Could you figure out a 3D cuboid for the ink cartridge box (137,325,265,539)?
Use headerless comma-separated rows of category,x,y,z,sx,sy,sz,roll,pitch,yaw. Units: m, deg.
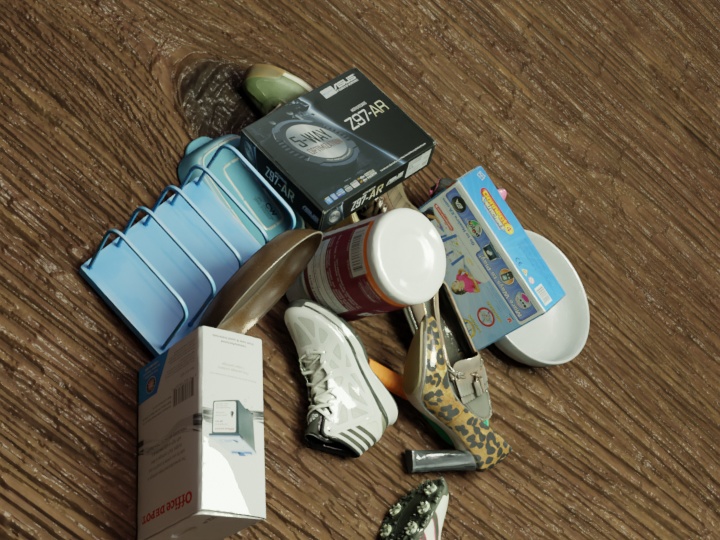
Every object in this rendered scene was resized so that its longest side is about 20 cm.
ink cartridge box,-0.173,0.183,1.408,0.085,0.146,0.203,13,60,-34

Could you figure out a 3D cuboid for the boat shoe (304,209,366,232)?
boat shoe,-0.006,-0.043,1.716,0.201,0.072,0.072,53,27,3

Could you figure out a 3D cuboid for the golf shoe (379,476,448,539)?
golf shoe,0.064,0.343,1.567,0.088,0.077,0.201,44,55,-24

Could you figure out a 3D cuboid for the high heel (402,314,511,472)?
high heel,0.127,0.155,1.659,0.141,0.071,0.203,0,96,-19

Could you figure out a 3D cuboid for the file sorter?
file sorter,-0.192,-0.029,1.496,0.139,0.123,0.200,46,55,2

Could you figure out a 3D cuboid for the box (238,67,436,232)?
box,-0.028,-0.154,1.651,0.199,0.044,0.160,-32,67,-30

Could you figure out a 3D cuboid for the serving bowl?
serving bowl,0.228,0.046,1.842,0.198,0.066,0.203,17,58,-29

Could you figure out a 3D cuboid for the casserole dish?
casserole dish,-0.143,-0.089,1.647,0.121,0.039,0.201,-38,93,-42

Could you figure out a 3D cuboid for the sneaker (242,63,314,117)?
sneaker,-0.076,-0.183,1.725,0.199,0.067,0.091,35,45,-22

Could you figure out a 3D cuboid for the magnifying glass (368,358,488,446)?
magnifying glass,0.086,0.167,1.701,0.199,0.022,0.080,28,53,-22

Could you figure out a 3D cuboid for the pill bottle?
pill bottle,0.000,0.000,1.590,0.113,0.199,0.116,9,74,-36

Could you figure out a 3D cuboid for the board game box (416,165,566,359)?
board game box,0.136,-0.002,1.709,0.056,0.195,0.201,-33,89,-43

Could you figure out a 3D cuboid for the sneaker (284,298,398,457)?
sneaker,-0.041,0.137,1.574,0.201,0.075,0.115,54,46,-12

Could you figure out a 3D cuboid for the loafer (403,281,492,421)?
loafer,0.121,0.106,1.696,0.072,0.063,0.202,-29,93,-46

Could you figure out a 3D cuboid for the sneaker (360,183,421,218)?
sneaker,0.025,-0.078,1.682,0.075,0.071,0.202,3,51,-37

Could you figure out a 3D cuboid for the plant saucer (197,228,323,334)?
plant saucer,-0.121,0.021,1.502,0.032,0.201,0.200,42,47,6

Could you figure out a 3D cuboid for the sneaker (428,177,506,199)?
sneaker,0.142,-0.095,1.807,0.095,0.200,0.080,26,93,11
